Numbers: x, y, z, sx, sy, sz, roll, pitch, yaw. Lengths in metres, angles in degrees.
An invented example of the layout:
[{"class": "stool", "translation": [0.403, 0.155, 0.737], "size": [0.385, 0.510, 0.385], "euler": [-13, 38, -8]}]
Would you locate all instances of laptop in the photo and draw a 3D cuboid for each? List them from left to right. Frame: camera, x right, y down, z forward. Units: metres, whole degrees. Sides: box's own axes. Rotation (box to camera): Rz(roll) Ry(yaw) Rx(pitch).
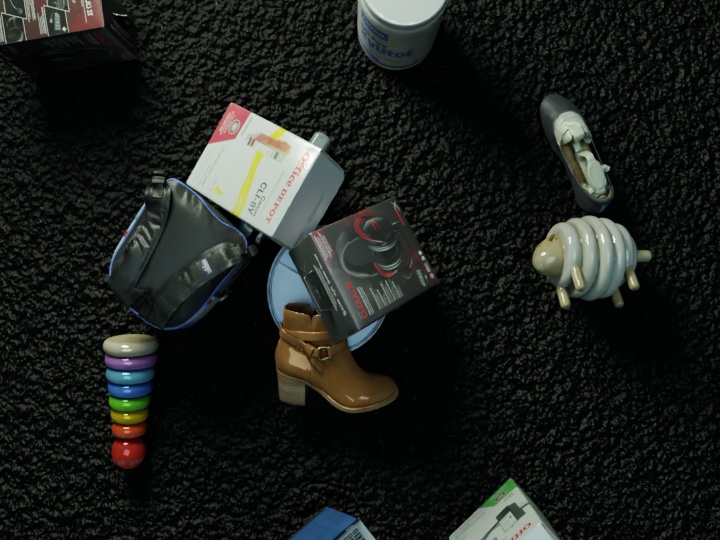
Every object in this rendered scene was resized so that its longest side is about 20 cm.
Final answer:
[{"class": "laptop", "translation": [-0.055, 0.478, 1.030], "size": [0.186, 0.116, 0.201], "euler": [-40, 90, 0]}]

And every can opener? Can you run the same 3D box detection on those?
[{"class": "can opener", "translation": [-0.121, -0.134, 1.066], "size": [0.066, 0.053, 0.203], "euler": [31, 89, 0]}]

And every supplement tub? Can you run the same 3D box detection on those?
[{"class": "supplement tub", "translation": [0.059, -0.386, 0.993], "size": [0.128, 0.200, 0.136], "euler": [0, 90, 0]}]

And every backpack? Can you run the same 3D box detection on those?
[{"class": "backpack", "translation": [-0.274, -0.013, 1.018], "size": [0.199, 0.154, 0.192], "euler": [40, 82, 6]}]

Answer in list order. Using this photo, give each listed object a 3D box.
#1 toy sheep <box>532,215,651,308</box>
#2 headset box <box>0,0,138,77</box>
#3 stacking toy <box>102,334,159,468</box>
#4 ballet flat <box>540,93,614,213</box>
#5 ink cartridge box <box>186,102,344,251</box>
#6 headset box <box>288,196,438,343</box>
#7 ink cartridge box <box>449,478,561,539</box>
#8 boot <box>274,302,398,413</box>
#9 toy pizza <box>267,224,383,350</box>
[{"class": "toy sheep", "translation": [0.352, -0.016, 1.028], "size": [0.194, 0.138, 0.142], "euler": [2, 90, -14]}, {"class": "headset box", "translation": [-0.439, -0.364, 1.021], "size": [0.194, 0.149, 0.080], "euler": [-9, 90, -1]}, {"class": "stacking toy", "translation": [-0.357, 0.207, 1.057], "size": [0.083, 0.085, 0.206], "euler": [1, 96, 0]}, {"class": "ballet flat", "translation": [0.343, -0.188, 1.057], "size": [0.071, 0.073, 0.204], "euler": [-22, 89, 0]}, {"class": "ink cartridge box", "translation": [-0.142, -0.139, 1.009], "size": [0.198, 0.083, 0.147], "euler": [30, 89, 29]}, {"class": "headset box", "translation": [0.000, 0.000, 0.983], "size": [0.198, 0.075, 0.151], "euler": [-25, 86, -39]}, {"class": "ink cartridge box", "translation": [0.215, 0.410, 0.987], "size": [0.146, 0.200, 0.083], "euler": [-43, 89, 0]}, {"class": "boot", "translation": [-0.032, 0.126, 1.030], "size": [0.194, 0.077, 0.160], "euler": [6, 110, 2]}, {"class": "toy pizza", "translation": [-0.050, 0.031, 1.074], "size": [0.194, 0.032, 0.207], "euler": [0, 92, -2]}]
